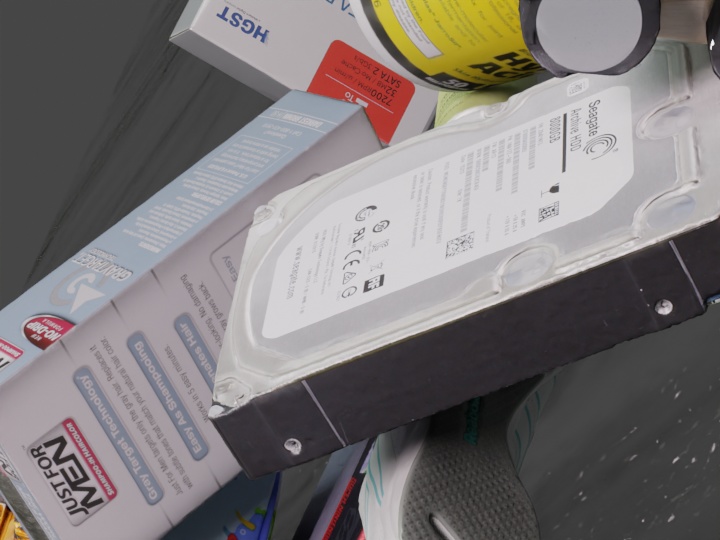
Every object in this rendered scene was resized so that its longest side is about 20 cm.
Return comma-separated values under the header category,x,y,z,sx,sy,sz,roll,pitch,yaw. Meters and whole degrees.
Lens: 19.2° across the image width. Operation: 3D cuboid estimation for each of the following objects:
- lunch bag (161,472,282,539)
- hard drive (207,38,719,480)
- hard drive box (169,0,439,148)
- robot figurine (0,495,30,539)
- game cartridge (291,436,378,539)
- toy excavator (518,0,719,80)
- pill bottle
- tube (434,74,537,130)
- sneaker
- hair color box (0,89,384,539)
category,x,y,z,sx,sy,sz,roll,pitch,yaw
lunch bag,-0.090,0.161,0.964,0.200,0.082,0.162,108,179,-56
hard drive,0.046,-0.011,0.753,0.199,0.038,0.140,-21,29,19
hard drive box,0.003,-0.188,1.260,0.201,0.155,0.077,-63,14,-5
robot figurine,-0.164,0.162,0.994,0.201,0.058,0.146,106,179,-52
game cartridge,0.018,0.072,0.927,0.201,0.038,0.130,-64,8,-12
toy excavator,0.149,-0.164,0.694,0.100,0.193,0.201,-83,-1,-57
pill bottle,0.086,-0.143,0.895,0.200,0.111,0.112,-9,52,59
tube,0.061,-0.086,1.058,0.200,0.058,0.052,-79,-18,-68
sneaker,0.032,0.059,0.809,0.080,0.070,0.201,-52,16,48
hair color box,-0.066,0.025,0.865,0.200,0.099,0.060,-39,29,-21
